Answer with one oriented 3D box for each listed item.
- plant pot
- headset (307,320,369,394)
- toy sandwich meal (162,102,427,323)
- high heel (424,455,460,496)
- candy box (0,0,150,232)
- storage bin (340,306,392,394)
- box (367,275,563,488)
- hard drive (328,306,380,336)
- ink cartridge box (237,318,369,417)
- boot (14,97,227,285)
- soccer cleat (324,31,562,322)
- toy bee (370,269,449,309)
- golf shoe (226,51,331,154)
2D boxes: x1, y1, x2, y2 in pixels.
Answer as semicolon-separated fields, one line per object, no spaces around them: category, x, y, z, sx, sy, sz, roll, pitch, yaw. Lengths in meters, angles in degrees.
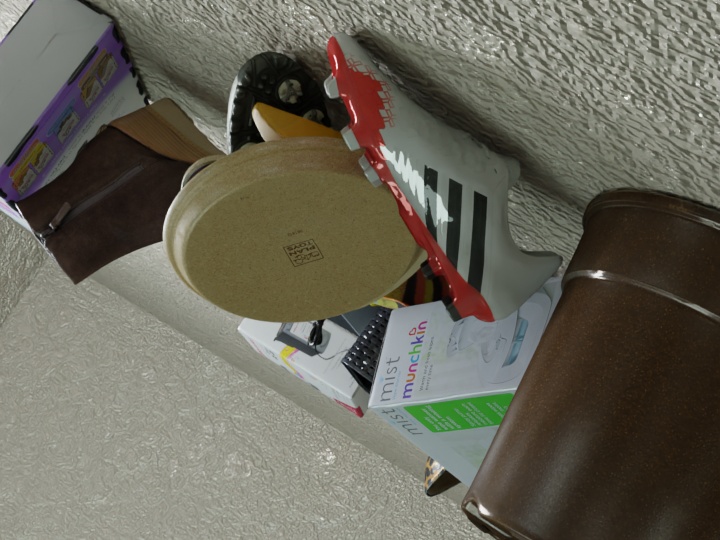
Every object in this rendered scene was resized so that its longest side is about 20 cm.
plant pot;0.168;0.092;0.684;0.199;0.199;0.200;32;169;7
headset;0.030;0.104;1.508;0.198;0.095;0.124;16;162;9
toy sandwich meal;-0.038;-0.038;0.824;0.205;0.204;0.071;45;-153;-46
high heel;0.154;0.229;1.433;0.071;0.143;0.200;37;168;-21
candy box;-0.274;-0.131;1.049;0.071;0.168;0.200;33;169;6
storage bin;0.091;0.130;1.286;0.199;0.094;0.135;35;171;22
box;0.137;0.104;0.939;0.175;0.097;0.200;-12;140;38
hard drive;-0.052;0.011;1.349;0.134;0.043;0.200;27;167;28
ink cartridge box;-0.065;0.118;1.730;0.199;0.086;0.148;29;168;15
boot;-0.169;-0.038;0.984;0.200;0.166;0.073;44;164;22
soccer cleat;0.049;-0.063;0.719;0.201;0.085;0.069;59;-178;-8
toy bee;0.000;0.000;0.998;0.199;0.109;0.131;26;169;33
golf shoe;-0.066;-0.093;0.870;0.088;0.077;0.201;57;168;32
